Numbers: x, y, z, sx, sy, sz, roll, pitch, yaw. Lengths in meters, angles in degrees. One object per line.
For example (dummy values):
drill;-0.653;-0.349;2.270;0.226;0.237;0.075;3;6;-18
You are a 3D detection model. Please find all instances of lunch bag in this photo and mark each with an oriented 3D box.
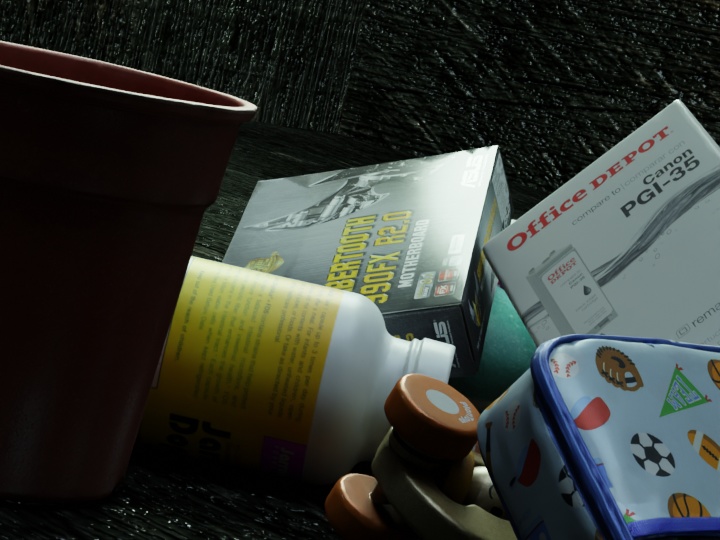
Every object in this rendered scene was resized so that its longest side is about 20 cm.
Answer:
lunch bag;0.159;0.109;1.104;0.200;0.076;0.160;5;45;-37

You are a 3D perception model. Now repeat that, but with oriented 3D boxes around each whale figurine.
whale figurine;0.063;0.053;1.484;0.159;0.104;0.200;14;4;16

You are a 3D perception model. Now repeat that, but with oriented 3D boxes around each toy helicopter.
toy helicopter;0.077;0.102;1.186;0.132;0.079;0.200;34;21;10

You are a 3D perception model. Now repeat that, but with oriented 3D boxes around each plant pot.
plant pot;-0.167;-0.003;1.134;0.200;0.196;0.201;13;7;-1

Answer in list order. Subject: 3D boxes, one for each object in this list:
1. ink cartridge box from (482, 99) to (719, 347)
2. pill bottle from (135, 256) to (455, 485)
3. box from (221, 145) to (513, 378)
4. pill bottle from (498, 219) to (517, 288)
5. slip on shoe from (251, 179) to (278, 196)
ink cartridge box;0.167;0.020;1.289;0.083;0.146;0.200;48;9;-35
pill bottle;-0.055;0.053;1.262;0.199;0.105;0.104;12;7;3
box;0.000;0.000;1.400;0.158;0.048;0.200;-7;27;15
pill bottle;0.180;0.035;1.807;0.200;0.113;0.112;15;7;22
slip on shoe;0.010;-0.022;1.613;0.200;0.061;0.074;28;14;34
